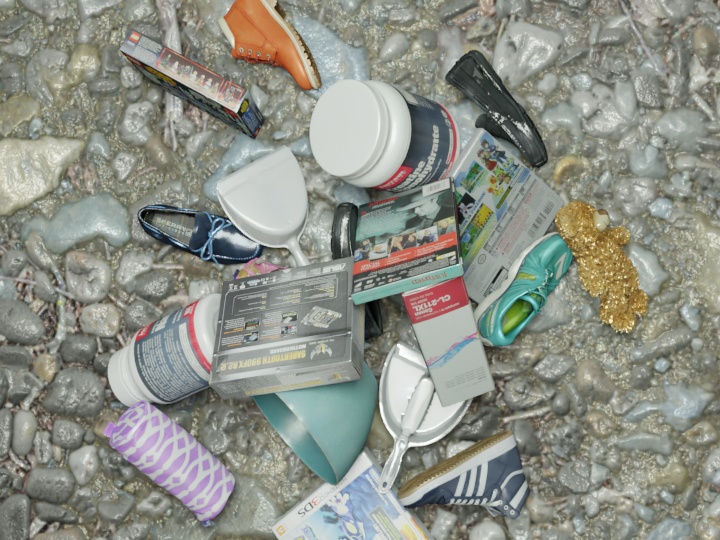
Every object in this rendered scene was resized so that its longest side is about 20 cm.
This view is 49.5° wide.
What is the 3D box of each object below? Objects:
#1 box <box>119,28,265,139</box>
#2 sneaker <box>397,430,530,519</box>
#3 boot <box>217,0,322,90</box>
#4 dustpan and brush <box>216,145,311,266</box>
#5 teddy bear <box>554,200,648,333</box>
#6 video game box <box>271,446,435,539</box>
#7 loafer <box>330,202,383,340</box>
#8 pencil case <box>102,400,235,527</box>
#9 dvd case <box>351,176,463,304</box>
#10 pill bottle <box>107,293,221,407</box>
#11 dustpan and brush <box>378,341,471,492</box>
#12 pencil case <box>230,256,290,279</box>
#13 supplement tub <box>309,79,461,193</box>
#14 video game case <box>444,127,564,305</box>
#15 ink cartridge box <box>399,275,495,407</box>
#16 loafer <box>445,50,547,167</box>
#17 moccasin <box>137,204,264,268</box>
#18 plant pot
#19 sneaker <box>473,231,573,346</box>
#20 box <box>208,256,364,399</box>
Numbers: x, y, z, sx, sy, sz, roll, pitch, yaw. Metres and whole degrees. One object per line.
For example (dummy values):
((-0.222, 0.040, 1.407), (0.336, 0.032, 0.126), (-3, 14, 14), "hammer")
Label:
((-0.245, -0.274, 1.161), (0.197, 0.137, 0.040), (29, 86, 6), "box")
((0.153, 0.316, 1.101), (0.197, 0.070, 0.111), (-22, 87, -21), "sneaker")
((-0.138, -0.338, 1.194), (0.106, 0.075, 0.202), (-36, 76, 4), "boot")
((-0.115, -0.067, 1.176), (0.138, 0.057, 0.202), (-31, 85, -22), "dustpan and brush")
((0.351, -0.010, 1.104), (0.143, 0.066, 0.204), (-14, 84, -35), "teddy bear")
((-0.003, 0.397, 1.142), (0.181, 0.047, 0.201), (-39, 84, 3), "video game box")
((0.000, 0.000, 1.152), (0.069, 0.068, 0.206), (-5, 92, 26), "loafer")
((-0.269, 0.275, 1.123), (0.085, 0.085, 0.201), (-21, 118, 41), "pencil case")
((0.060, -0.044, 1.017), (0.143, 0.202, 0.022), (-17, 126, 15), "dvd case")
((-0.264, 0.124, 1.126), (0.197, 0.119, 0.122), (-24, 84, 22), "pill bottle")
((0.072, 0.223, 1.131), (0.137, 0.057, 0.204), (24, 88, 6), "dustpan and brush")
((-0.092, 0.041, 1.126), (0.196, 0.088, 0.083), (14, 45, 27), "pencil case")
((0.038, -0.182, 1.086), (0.138, 0.198, 0.144), (-1, 89, 38), "supplement tub")
((0.181, -0.069, 1.131), (0.181, 0.022, 0.202), (34, 89, -23), "video game case")
((0.106, 0.058, 1.054), (0.081, 0.147, 0.203), (-20, 123, 2), "ink cartridge box")
((0.202, -0.230, 1.155), (0.070, 0.068, 0.202), (-37, 81, 16), "loafer")
((-0.245, -0.051, 1.179), (0.195, 0.068, 0.082), (10, 86, 3), "moccasin")
((-0.052, 0.178, 1.101), (0.134, 0.200, 0.201), (-39, 83, -21), "plant pot")
((0.246, 0.033, 1.118), (0.077, 0.079, 0.201), (42, 81, -18), "sneaker")
((-0.093, 0.074, 1.019), (0.195, 0.049, 0.161), (-11, 53, 15), "box")
